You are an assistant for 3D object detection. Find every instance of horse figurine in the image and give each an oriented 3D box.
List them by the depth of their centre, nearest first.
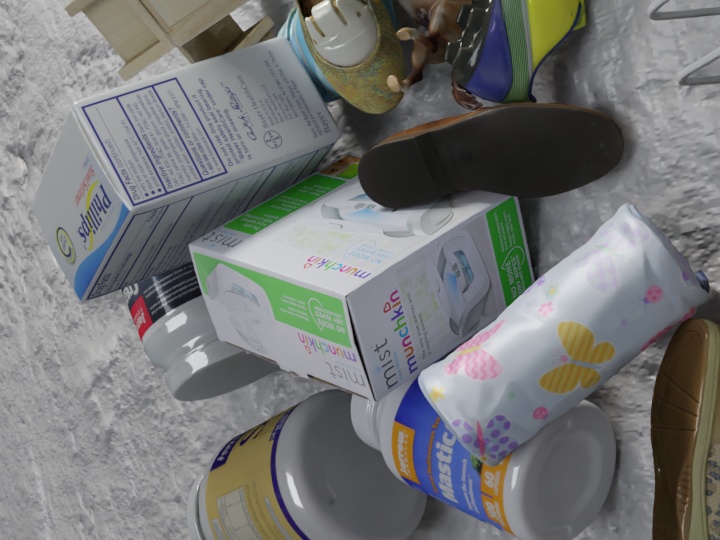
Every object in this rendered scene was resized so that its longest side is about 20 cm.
[{"bbox_3d":[0.042,-0.210,1.069,0.050,0.133,0.200,-25,93,37],"label":"horse figurine"}]

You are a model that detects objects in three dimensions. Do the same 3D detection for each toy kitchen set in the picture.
[{"bbox_3d":[-0.095,-0.238,1.189,0.180,0.200,0.163,-22,114,44],"label":"toy kitchen set"}]

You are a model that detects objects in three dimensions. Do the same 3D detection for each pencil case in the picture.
[{"bbox_3d":[0.134,0.043,0.957,0.200,0.083,0.091,-41,23,7],"label":"pencil case"}]

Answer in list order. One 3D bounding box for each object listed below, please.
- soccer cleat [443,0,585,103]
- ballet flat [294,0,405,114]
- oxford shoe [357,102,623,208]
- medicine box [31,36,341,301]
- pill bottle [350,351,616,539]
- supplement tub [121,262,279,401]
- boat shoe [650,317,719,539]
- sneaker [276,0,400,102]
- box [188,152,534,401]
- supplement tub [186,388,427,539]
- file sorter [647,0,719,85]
[{"bbox_3d":[0.130,-0.211,0.999,0.065,0.084,0.200,-114,46,-69],"label":"soccer cleat"},{"bbox_3d":[-0.025,-0.212,1.070,0.071,0.071,0.200,-25,83,51],"label":"ballet flat"},{"bbox_3d":[0.099,-0.094,1.041,0.200,0.071,0.071,-3,114,28],"label":"oxford shoe"},{"bbox_3d":[-0.146,-0.081,1.165,0.103,0.200,0.182,61,149,11],"label":"medicine box"},{"bbox_3d":[0.085,0.126,1.083,0.200,0.112,0.112,18,112,47],"label":"pill bottle"},{"bbox_3d":[-0.153,0.006,1.327,0.140,0.140,0.200,-43,65,47],"label":"supplement tub"},{"bbox_3d":[0.234,0.129,0.950,0.073,0.063,0.200,-131,42,-74],"label":"boat shoe"},{"bbox_3d":[-0.031,-0.233,1.175,0.131,0.079,0.200,-15,76,61],"label":"sneaker"},{"bbox_3d":[0.000,0.000,1.096,0.200,0.176,0.097,18,130,49],"label":"box"},{"bbox_3d":[-0.052,0.196,1.241,0.200,0.145,0.146,-32,73,49],"label":"supplement tub"},{"bbox_3d":[0.226,-0.219,0.820,0.139,0.124,0.200,-30,75,50],"label":"file sorter"}]
